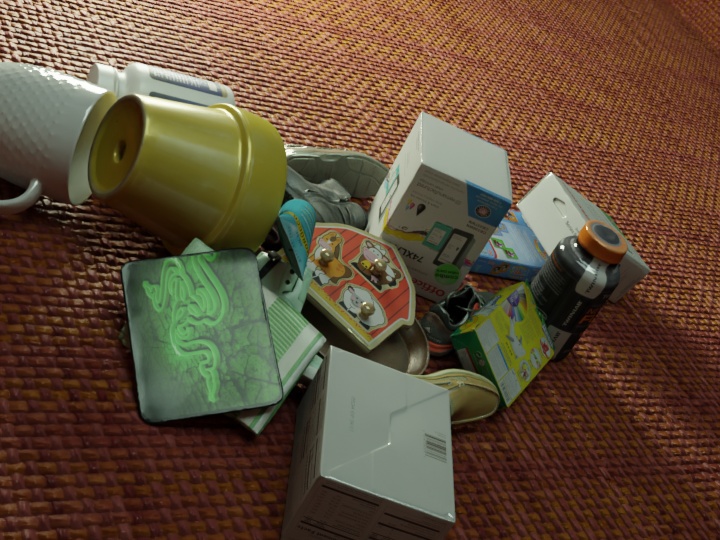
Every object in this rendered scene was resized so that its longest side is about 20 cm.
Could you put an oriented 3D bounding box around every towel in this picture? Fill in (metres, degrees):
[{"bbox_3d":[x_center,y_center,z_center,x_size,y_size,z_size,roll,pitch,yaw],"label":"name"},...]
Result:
[{"bbox_3d":[-0.155,0.075,1.267,0.198,0.023,0.153,34,67,9],"label":"towel"}]

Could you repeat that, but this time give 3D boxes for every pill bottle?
[{"bbox_3d":[-0.284,-0.226,1.558,0.197,0.112,0.112,11,37,-28],"label":"pill bottle"},{"bbox_3d":[0.307,0.024,1.614,0.105,0.202,0.107,20,33,-14],"label":"pill bottle"}]

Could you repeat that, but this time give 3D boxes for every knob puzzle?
[{"bbox_3d":[0.000,0.000,1.469,0.217,0.031,0.222,21,40,-18],"label":"knob puzzle"}]

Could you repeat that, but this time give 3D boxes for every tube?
[{"bbox_3d":[-0.081,-0.046,1.350,0.200,0.050,0.078,-94,159,-77],"label":"tube"}]

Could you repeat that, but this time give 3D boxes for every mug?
[{"bbox_3d":[-0.413,-0.156,1.349,0.173,0.148,0.202,19,62,3],"label":"mug"}]

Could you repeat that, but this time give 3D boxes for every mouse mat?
[{"bbox_3d":[-0.179,0.068,1.242,0.158,0.008,0.203,-7,62,-14],"label":"mouse mat"}]

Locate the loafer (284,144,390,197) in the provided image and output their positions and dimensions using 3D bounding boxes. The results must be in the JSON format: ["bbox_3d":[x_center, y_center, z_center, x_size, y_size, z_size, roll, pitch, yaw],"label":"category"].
[{"bbox_3d":[-0.042,-0.163,1.714,0.197,0.073,0.063,6,32,-29],"label":"loafer"}]

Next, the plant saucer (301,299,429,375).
[{"bbox_3d":[-0.004,0.082,1.440,0.197,0.035,0.202,20,35,-15],"label":"plant saucer"}]

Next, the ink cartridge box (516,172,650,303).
[{"bbox_3d":[0.366,-0.054,1.824,0.199,0.087,0.146,29,25,-43],"label":"ink cartridge box"}]

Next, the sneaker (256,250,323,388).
[{"bbox_3d":[-0.073,0.059,1.329,0.199,0.074,0.119,36,76,11],"label":"sneaker"}]

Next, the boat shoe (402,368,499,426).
[{"bbox_3d":[0.095,0.164,1.359,0.197,0.073,0.076,2,11,-28],"label":"boat shoe"}]

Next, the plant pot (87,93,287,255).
[{"bbox_3d":[-0.220,-0.119,1.351,0.187,0.201,0.202,18,32,-40],"label":"plant pot"}]

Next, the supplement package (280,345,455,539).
[{"bbox_3d":[0.011,0.209,1.206,0.154,0.112,0.201,22,34,-12],"label":"supplement package"}]

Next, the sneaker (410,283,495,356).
[{"bbox_3d":[0.153,0.058,1.553,0.077,0.083,0.199,42,34,18],"label":"sneaker"}]

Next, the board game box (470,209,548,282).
[{"bbox_3d":[0.234,-0.047,1.806,0.197,0.037,0.152,9,38,-29],"label":"board game box"}]

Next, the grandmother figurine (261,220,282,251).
[{"bbox_3d":[-0.134,-0.062,1.512,0.200,0.061,0.121,43,33,14],"label":"grandmother figurine"}]

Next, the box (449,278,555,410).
[{"bbox_3d":[0.201,0.097,1.519,0.199,0.048,0.119,-33,102,-51],"label":"box"}]

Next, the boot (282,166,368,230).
[{"bbox_3d":[-0.087,-0.118,1.624,0.201,0.070,0.131,53,35,12],"label":"boot"}]

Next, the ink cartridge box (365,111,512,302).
[{"bbox_3d":[0.106,-0.087,1.603,0.145,0.201,0.147,21,34,-12],"label":"ink cartridge box"}]
